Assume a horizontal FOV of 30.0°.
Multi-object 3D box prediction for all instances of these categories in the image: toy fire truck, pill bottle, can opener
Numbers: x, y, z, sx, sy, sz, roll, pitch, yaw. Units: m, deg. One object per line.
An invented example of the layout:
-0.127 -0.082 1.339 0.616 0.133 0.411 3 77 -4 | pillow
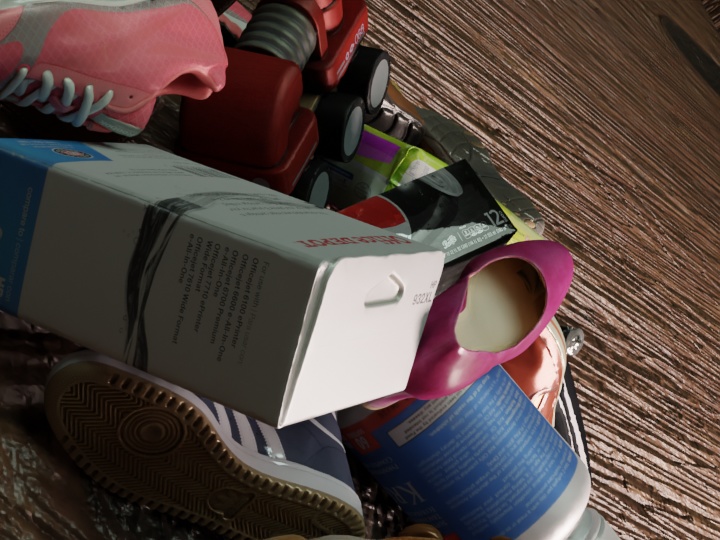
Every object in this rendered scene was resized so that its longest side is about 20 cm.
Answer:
-0.040 -0.145 0.855 0.200 0.128 0.176 84 26 -50 | toy fire truck
0.079 0.131 0.878 0.200 0.112 0.112 49 25 -6 | pill bottle
0.146 0.102 1.036 0.063 0.079 0.200 -54 132 -40 | can opener

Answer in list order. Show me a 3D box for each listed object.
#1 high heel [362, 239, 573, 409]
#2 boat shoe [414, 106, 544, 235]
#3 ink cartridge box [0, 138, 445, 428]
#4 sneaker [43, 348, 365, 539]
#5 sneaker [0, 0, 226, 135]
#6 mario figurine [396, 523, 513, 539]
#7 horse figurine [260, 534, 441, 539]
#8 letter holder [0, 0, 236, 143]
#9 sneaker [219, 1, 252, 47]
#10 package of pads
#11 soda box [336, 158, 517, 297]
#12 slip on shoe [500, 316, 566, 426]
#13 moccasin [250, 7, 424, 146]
0.085 0.019 0.796 0.200 0.096 0.067 -23 85 -39 | high heel
0.083 -0.074 1.201 0.076 0.072 0.200 11 33 -39 | boat shoe
-0.079 0.000 0.686 0.200 0.084 0.145 20 11 24 | ink cartridge box
-0.083 0.076 0.726 0.200 0.070 0.109 35 27 -30 | sneaker
-0.146 -0.109 0.700 0.200 0.074 0.087 -24 94 -40 | sneaker
0.054 0.206 0.740 0.106 0.123 0.200 58 18 -20 | mario figurine
-0.009 0.163 0.675 0.133 0.200 0.050 -159 -115 -74 | horse figurine
-0.182 -0.184 0.797 0.200 0.142 0.101 43 27 -22 | letter holder
-0.090 -0.174 1.026 0.200 0.074 0.087 28 31 -44 | sneaker
0.050 -0.044 1.031 0.200 0.068 0.154 32 0 -38 | package of pads
0.000 0.000 0.851 0.200 0.071 0.063 -24 70 -32 | soda box
0.102 0.083 0.944 0.061 0.074 0.200 -57 152 -37 | slip on shoe
-0.022 -0.168 1.136 0.201 0.074 0.078 24 29 -42 | moccasin
